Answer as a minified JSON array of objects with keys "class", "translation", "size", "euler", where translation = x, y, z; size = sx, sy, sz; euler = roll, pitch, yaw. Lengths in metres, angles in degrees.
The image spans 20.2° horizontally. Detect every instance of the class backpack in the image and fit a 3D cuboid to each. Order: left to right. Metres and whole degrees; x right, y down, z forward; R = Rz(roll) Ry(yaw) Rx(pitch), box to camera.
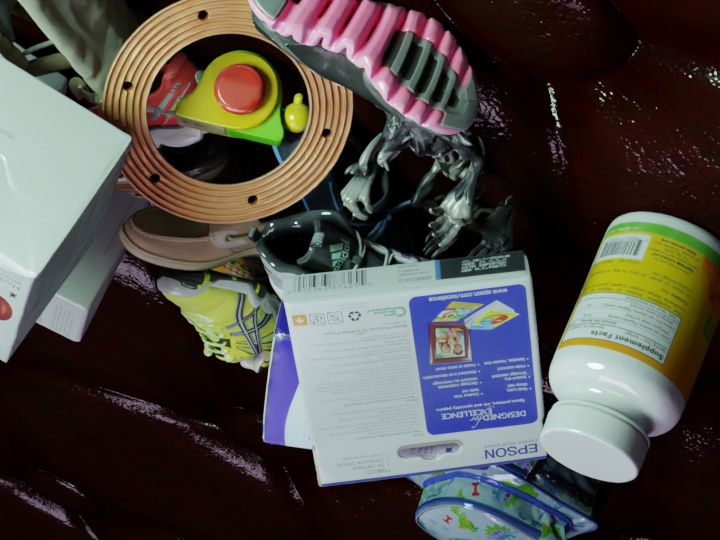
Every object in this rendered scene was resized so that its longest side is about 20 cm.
[{"class":"backpack","translation":[0.136,0.210,2.058],"size":[0.200,0.147,0.183],"euler":[35,152,-14]}]

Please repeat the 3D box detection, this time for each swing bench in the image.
[{"class":"swing bench","translation":[-0.294,-0.236,1.597],"size":[0.200,0.130,0.199],"euler":[4,148,30]}]

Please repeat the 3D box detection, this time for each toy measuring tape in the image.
[{"class":"toy measuring tape","translation":[-0.135,-0.153,1.654],"size":[0.200,0.074,0.074],"euler":[13,155,1]}]

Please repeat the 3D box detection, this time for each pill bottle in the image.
[{"class":"pill bottle","translation":[0.217,0.063,1.611],"size":[0.111,0.200,0.111],"euler":[21,156,10]}]

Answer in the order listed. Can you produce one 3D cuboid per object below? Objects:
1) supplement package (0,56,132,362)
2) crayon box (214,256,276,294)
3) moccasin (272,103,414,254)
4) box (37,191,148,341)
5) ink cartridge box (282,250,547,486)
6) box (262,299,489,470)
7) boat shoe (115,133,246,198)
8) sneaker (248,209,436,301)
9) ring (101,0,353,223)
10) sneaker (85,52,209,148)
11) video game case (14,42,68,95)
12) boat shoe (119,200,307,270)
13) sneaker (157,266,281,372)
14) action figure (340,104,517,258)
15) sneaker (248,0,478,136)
[{"class":"supplement package","translation":[-0.311,-0.062,1.603],"size":[0.191,0.147,0.200],"euler":[32,154,-1]},{"class":"crayon box","translation":[-0.088,-0.003,1.948],"size":[0.200,0.058,0.119],"euler":[24,156,3]},{"class":"moccasin","translation":[-0.006,-0.059,1.726],"size":[0.068,0.081,0.200],"euler":[7,151,41]},{"class":"box","translation":[-0.326,-0.051,1.967],"size":[0.200,0.152,0.106],"euler":[27,157,-2]},{"class":"ink cartridge box","translation":[0.047,0.081,1.647],"size":[0.197,0.047,0.200],"euler":[-7,130,2]},{"class":"box","translation":[0.023,0.079,1.780],"size":[0.200,0.184,0.105],"euler":[7,111,1]},{"class":"boat shoe","translation":[-0.192,-0.095,1.847],"size":[0.200,0.076,0.074],"euler":[8,156,34]},{"class":"sneaker","translation":[0.000,0.000,1.648],"size":[0.200,0.078,0.140],"euler":[7,159,21]},{"class":"ring","translation":[-0.105,-0.130,1.605],"size":[0.200,0.200,0.019],"euler":[37,-165,-25]},{"class":"sneaker","translation":[-0.198,-0.151,1.758],"size":[0.200,0.077,0.085],"euler":[-11,127,43]},{"class":"video game case","translation":[-0.360,-0.187,1.850],"size":[0.200,0.022,0.182],"euler":[34,156,1]},{"class":"boat shoe","translation":[-0.116,-0.048,1.787],"size":[0.200,0.071,0.065],"euler":[-5,133,-29]},{"class":"sneaker","translation":[-0.119,0.044,1.841],"size":[0.075,0.076,0.200],"euler":[16,174,33]},{"class":"action figure","translation":[0.054,-0.072,1.622],"size":[0.119,0.102,0.200],"euler":[22,160,38]},{"class":"sneaker","translation":[-0.001,-0.164,1.529],"size":[0.200,0.079,0.095],"euler":[35,160,-1]}]
